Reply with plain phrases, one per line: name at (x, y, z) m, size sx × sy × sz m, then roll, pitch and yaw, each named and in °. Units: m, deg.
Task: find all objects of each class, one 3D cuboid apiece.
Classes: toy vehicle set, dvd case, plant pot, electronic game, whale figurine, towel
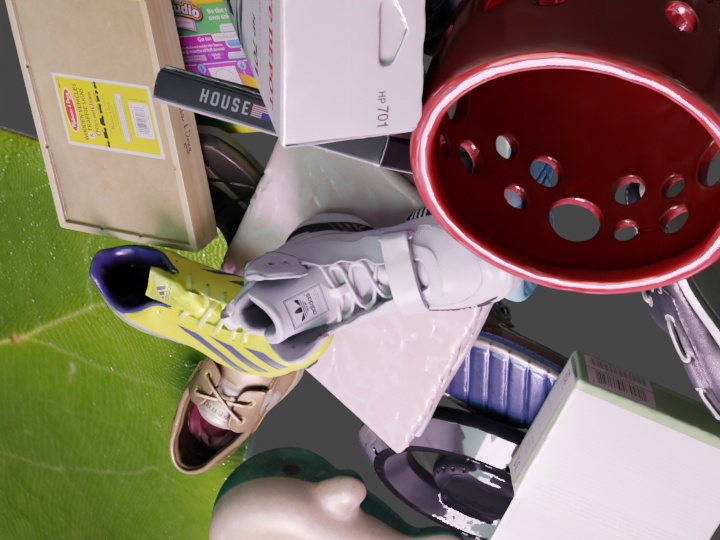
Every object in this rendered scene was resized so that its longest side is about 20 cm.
toy vehicle set at (-0.171, -0.111, 1.659) m, size 0.124 × 0.027 × 0.201 m, roll 12°, pitch 127°, yaw 30°
dvd case at (-0.021, -0.087, 1.476) m, size 0.150 × 0.200 × 0.025 m, roll 17°, pitch 95°, yaw 18°
plant pot at (0.139, -0.116, 1.417) m, size 0.199 × 0.183 × 0.201 m, roll 7°, pitch 141°, yaw 6°
electronic game at (0.092, 0.152, 1.768) m, size 0.199 × 0.042 × 0.200 m, roll 19°, pitch 156°, yaw 9°
whale figurine at (-0.018, 0.202, 1.906) m, size 0.199 × 0.104 × 0.160 m, roll 10°, pitch 133°, yaw -2°
towel at (0.000, 0.000, 1.643) m, size 0.191 × 0.032 × 0.200 m, roll 42°, pitch 135°, yaw 14°

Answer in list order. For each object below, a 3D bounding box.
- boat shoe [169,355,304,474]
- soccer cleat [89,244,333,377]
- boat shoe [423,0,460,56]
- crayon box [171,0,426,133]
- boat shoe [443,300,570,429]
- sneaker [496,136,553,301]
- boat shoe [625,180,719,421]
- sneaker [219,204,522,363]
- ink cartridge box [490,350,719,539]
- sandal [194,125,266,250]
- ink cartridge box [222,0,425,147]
boat shoe at (-0.098, 0.096, 1.872) m, size 0.074 × 0.066 × 0.200 m, roll 33°, pitch 141°, yaw 5°
soccer cleat at (-0.106, 0.025, 1.664) m, size 0.199 × 0.065 × 0.084 m, roll 14°, pitch 166°, yaw 38°
boat shoe at (0.073, -0.217, 1.503) m, size 0.091 × 0.071 × 0.200 m, roll 29°, pitch 131°, yaw -27°
crayon box at (-0.064, -0.159, 1.647) m, size 0.199 × 0.058 × 0.119 m, roll -1°, pitch 124°, yaw 37°
boat shoe at (0.074, 0.048, 1.708) m, size 0.199 × 0.072 × 0.072 m, roll 20°, pitch 133°, yaw 15°
sneaker at (0.061, -0.075, 1.613) m, size 0.130 × 0.080 × 0.201 m, roll 18°, pitch 132°, yaw 22°
boat shoe at (0.217, 0.022, 1.582) m, size 0.060 × 0.076 × 0.200 m, roll -17°, pitch 113°, yaw 37°
sneaker at (0.004, 0.011, 1.538) m, size 0.199 × 0.115 × 0.075 m, roll -1°, pitch 114°, yaw 42°
ink cartridge box at (0.167, 0.171, 1.673) m, size 0.145 × 0.048 × 0.201 m, roll 22°, pitch 114°, yaw -13°
sandal at (-0.070, -0.044, 1.739) m, size 0.079 × 0.058 × 0.201 m, roll -9°, pitch 138°, yaw 21°
ink cartridge box at (-0.028, -0.187, 1.377) m, size 0.085 × 0.200 × 0.147 m, roll -7°, pitch 128°, yaw -11°
